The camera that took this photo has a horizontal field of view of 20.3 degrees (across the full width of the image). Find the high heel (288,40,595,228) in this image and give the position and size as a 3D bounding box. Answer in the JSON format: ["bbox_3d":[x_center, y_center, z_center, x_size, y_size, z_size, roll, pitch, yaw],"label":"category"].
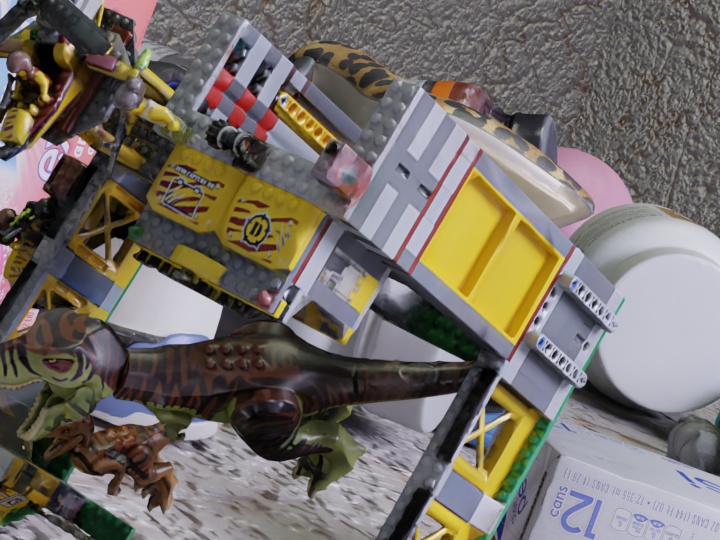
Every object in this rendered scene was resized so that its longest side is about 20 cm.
[{"bbox_3d":[0.041,-0.076,1.071,0.198,0.072,0.143,15,26,14],"label":"high heel"}]

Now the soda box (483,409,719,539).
[{"bbox_3d":[0.128,0.106,0.598,0.198,0.064,0.068,20,5,-12],"label":"soda box"}]

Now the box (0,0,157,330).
[{"bbox_3d":[-0.137,-0.076,0.633,0.102,0.202,0.094,26,7,33],"label":"box"}]

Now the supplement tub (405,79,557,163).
[{"bbox_3d":[0.013,-0.059,1.181,0.198,0.108,0.107,4,3,13],"label":"supplement tub"}]

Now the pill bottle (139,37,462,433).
[{"bbox_3d":[-0.043,-0.016,0.827,0.198,0.115,0.114,23,7,14],"label":"pill bottle"}]

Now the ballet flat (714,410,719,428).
[{"bbox_3d":[0.277,0.101,1.135,0.199,0.068,0.070,11,26,-48],"label":"ballet flat"}]

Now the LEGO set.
[{"bbox_3d":[-0.048,0.009,0.440,0.200,0.154,0.116,36,-2,40],"label":"LEGO set"}]

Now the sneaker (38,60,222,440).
[{"bbox_3d":[-0.108,-0.029,0.724,0.198,0.116,0.080,25,7,33],"label":"sneaker"}]

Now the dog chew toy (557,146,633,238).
[{"bbox_3d":[0.101,-0.038,1.497,0.198,0.126,0.125,11,9,-14],"label":"dog chew toy"}]

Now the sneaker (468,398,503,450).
[{"bbox_3d":[0.035,0.000,0.929,0.070,0.083,0.200,15,24,-44],"label":"sneaker"}]

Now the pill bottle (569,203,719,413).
[{"bbox_3d":[0.176,0.023,1.208,0.113,0.115,0.200,21,7,-1],"label":"pill bottle"}]

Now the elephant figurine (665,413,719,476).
[{"bbox_3d":[0.219,0.037,0.846,0.140,0.202,0.155,21,6,4],"label":"elephant figurine"}]
